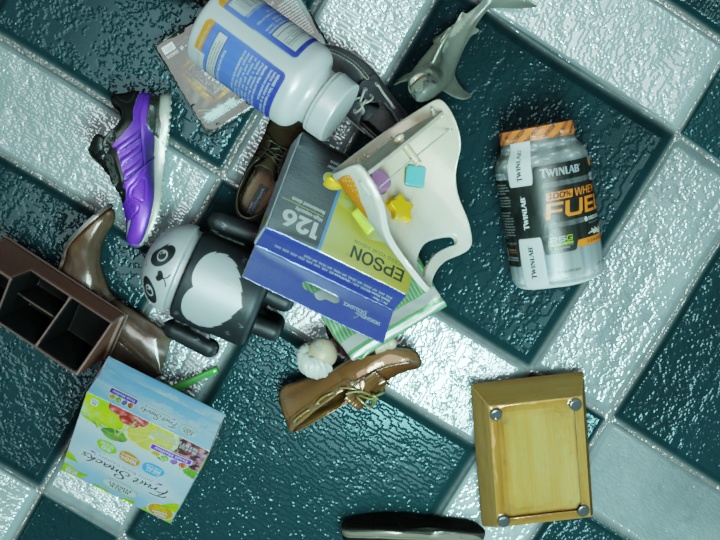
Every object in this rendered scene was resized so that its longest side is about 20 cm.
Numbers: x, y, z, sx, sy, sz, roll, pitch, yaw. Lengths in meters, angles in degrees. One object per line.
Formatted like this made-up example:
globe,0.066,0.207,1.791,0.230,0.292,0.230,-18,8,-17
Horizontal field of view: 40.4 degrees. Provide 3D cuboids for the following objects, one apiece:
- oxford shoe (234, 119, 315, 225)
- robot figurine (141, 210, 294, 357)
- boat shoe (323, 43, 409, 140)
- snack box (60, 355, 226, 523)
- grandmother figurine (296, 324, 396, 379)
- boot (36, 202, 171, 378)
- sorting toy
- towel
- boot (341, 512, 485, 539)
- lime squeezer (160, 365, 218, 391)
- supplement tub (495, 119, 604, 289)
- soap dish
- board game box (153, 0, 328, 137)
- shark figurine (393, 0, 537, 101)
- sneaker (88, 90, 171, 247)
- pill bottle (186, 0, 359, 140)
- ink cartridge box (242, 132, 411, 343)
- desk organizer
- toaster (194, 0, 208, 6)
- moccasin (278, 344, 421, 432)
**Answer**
oxford shoe,-0.103,-0.148,1.264,0.072,0.084,0.202,24,94,-1
robot figurine,-0.183,0.020,1.261,0.198,0.125,0.152,24,61,-4
boat shoe,0.014,-0.214,1.256,0.073,0.063,0.200,-45,104,2
snack box,-0.283,0.223,1.261,0.167,0.068,0.201,26,135,-4
grandmother figurine,-0.001,0.069,1.280,0.199,0.121,0.061,-37,124,-12
boot,-0.312,0.038,1.292,0.199,0.064,0.187,39,108,-2
sorting toy,0.061,-0.076,1.177,0.106,0.200,0.181,-23,103,45
towel,0.000,0.000,1.263,0.151,0.023,0.201,-31,70,-5
boot,0.068,0.416,1.342,0.197,0.073,0.153,3,97,-7
lime squeezer,-0.289,0.166,1.303,0.197,0.071,0.038,-18,114,2
supplement tub,0.240,-0.085,1.257,0.121,0.123,0.203,-11,97,1
soap dish,0.234,0.246,1.317,0.155,0.081,0.203,-6,98,0
board game box,-0.150,-0.284,1.274,0.199,0.028,0.136,-31,97,2
shark figurine,0.128,-0.272,1.261,0.089,0.128,0.215,43,71,-13
sneaker,-0.302,-0.133,1.260,0.098,0.069,0.203,7,88,-18
pill bottle,-0.104,-0.249,1.195,0.199,0.112,0.113,37,95,4
ink cartridge box,-0.022,-0.043,1.200,0.196,0.047,0.202,25,59,-15
desk organizer,-0.405,0.043,1.236,0.199,0.077,0.072,31,110,7
toaster,-0.273,-0.444,1.209,0.197,0.119,0.183,12,97,-2
moccasin,-0.011,0.157,1.297,0.199,0.074,0.079,-21,65,1
